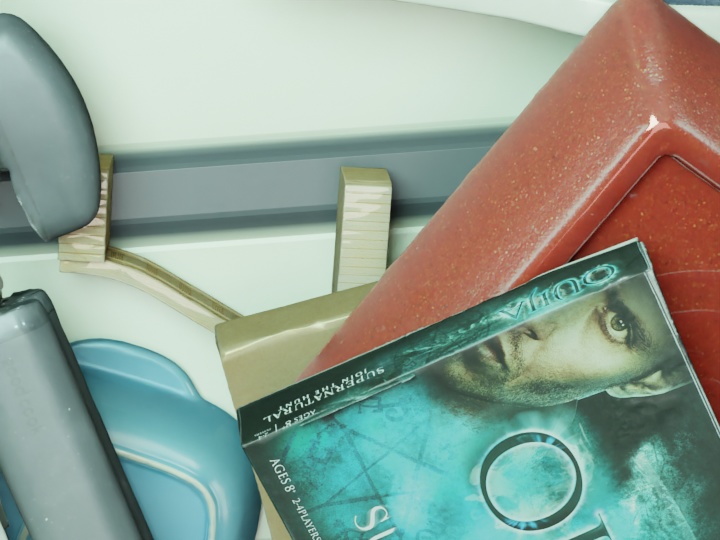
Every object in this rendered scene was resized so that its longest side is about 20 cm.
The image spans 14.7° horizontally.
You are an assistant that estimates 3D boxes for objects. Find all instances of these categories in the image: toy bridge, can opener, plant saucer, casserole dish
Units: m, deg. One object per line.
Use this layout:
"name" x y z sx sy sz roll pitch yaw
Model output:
"toy bridge" 0.000 0.000 0.920 0.200 0.027 0.067 3 105 -5
"can opener" -0.093 0.020 0.871 0.067 0.053 0.200 -22 98 0
"plant saucer" 0.100 0.044 0.889 0.200 0.037 0.200 33 108 -22
"casserole dish" -0.105 0.122 0.937 0.121 0.039 0.200 17 103 -8

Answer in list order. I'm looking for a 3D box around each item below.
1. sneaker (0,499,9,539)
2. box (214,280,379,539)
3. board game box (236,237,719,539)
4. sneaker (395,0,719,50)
"sneaker" -0.148 0.113 0.856 0.088 0.076 0.200 -32 104 -41
"box" 0.066 0.065 0.928 0.200 0.021 0.164 -15 116 0
"board game box" 0.063 0.099 0.875 0.135 0.028 0.200 -24 117 6
"sneaker" 0.054 -0.123 0.869 0.200 0.075 0.085 8 107 -6
